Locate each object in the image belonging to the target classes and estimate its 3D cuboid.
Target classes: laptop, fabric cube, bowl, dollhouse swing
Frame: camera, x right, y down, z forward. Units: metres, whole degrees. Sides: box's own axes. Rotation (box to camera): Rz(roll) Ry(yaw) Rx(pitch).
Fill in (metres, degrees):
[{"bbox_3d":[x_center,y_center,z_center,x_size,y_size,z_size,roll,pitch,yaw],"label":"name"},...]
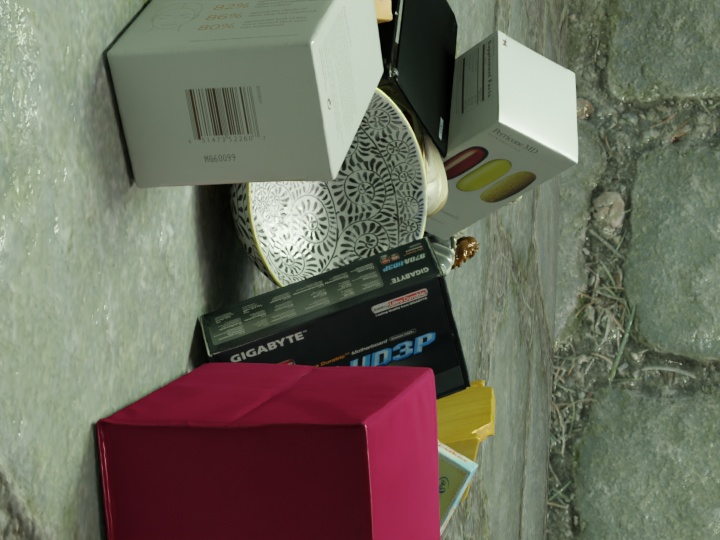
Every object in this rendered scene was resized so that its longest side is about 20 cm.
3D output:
[{"bbox_3d":[0.003,-0.224,1.533,0.104,0.198,0.178,110,-11,-55],"label":"laptop"},{"bbox_3d":[-0.058,0.181,1.163,0.199,0.198,0.198,-28,117,-73],"label":"fabric cube"},{"bbox_3d":[-0.045,-0.062,1.384,0.200,0.094,0.203,0,90,-41],"label":"bowl"},{"bbox_3d":[0.071,0.242,1.750,0.200,0.180,0.177,-66,144,-77],"label":"dollhouse swing"}]

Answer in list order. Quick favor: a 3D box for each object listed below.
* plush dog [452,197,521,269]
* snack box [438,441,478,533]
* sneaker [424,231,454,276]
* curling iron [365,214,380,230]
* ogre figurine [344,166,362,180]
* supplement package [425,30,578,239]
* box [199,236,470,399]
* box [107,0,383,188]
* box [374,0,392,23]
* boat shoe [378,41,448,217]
[{"bbox_3d":[0.085,-0.090,1.979,0.199,0.160,0.173,23,79,-45],"label":"plush dog"},{"bbox_3d":[0.006,0.229,1.422,0.201,0.116,0.037,-62,168,9],"label":"snack box"},{"bbox_3d":[0.040,0.042,1.699,0.200,0.074,0.116,-62,168,-50],"label":"sneaker"},{"bbox_3d":[0.000,0.000,1.530,0.200,0.025,0.050,97,9,-63],"label":"curling iron"},{"bbox_3d":[-0.031,-0.101,1.510,0.120,0.097,0.202,-79,172,-71],"label":"ogre figurine"},{"bbox_3d":[0.111,-0.132,1.634,0.113,0.200,0.110,22,55,-31],"label":"supplement package"},{"bbox_3d":[-0.017,0.069,1.341,0.160,0.198,0.046,74,-3,-49],"label":"box"},{"bbox_3d":[-0.077,-0.153,1.200,0.200,0.151,0.107,-67,152,-58],"label":"box"},{"bbox_3d":[-0.047,-0.258,1.361,0.041,0.199,0.120,-4,92,-37],"label":"box"},{"bbox_3d":[0.028,-0.149,1.561,0.069,0.073,0.201,22,44,-65],"label":"boat shoe"}]
